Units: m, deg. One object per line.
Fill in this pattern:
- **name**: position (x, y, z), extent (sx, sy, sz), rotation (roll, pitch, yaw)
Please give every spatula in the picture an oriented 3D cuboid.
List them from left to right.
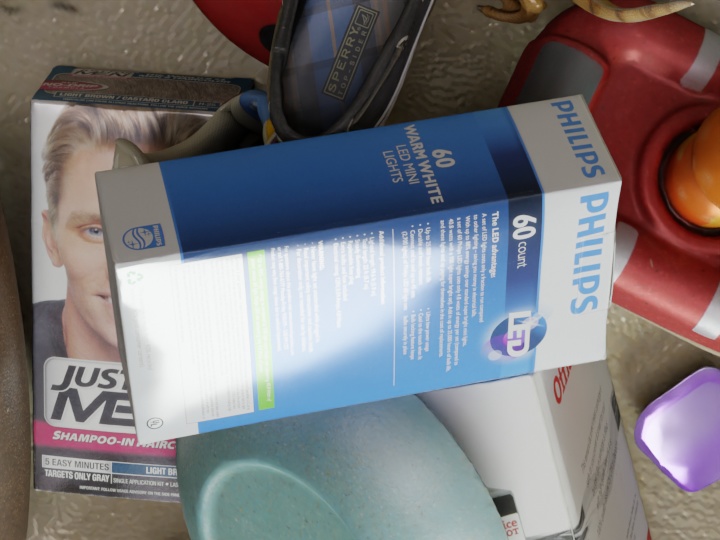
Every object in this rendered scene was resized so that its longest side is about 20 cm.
- **spatula**: position (0.209, 0.130, 1.051), extent (0.056, 0.021, 0.200), rotation (-36, 105, 15)

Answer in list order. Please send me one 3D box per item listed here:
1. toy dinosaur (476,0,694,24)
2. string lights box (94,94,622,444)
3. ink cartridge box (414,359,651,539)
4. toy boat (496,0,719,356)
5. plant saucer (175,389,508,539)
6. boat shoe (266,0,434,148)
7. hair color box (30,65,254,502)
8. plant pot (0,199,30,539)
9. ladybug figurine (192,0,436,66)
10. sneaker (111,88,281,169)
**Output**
- **toy dinosaur**: position (0.070, -0.144, 0.897), extent (0.060, 0.106, 0.200), rotation (-32, 64, 1)
- **string lights box**: position (0.000, 0.000, 0.850), extent (0.199, 0.059, 0.103), rotation (-10, 134, -9)
- **ink cartridge box**: position (0.077, 0.109, 0.985), extent (0.083, 0.147, 0.201), rotation (-10, 109, 18)
- **toy boat**: position (0.159, -0.041, 0.916), extent (0.200, 0.131, 0.131), rotation (26, 80, -6)
- **plant saucer**: position (-0.020, 0.123, 0.936), extent (0.201, 0.039, 0.202), rotation (24, 130, 32)
- **boat shoe**: position (0.006, -0.139, 0.853), extent (0.070, 0.066, 0.201), rotation (23, 96, 5)
- **hair color box**: position (-0.105, 0.008, 1.009), extent (0.100, 0.061, 0.201), rotation (4, 111, 3)
- **plant pot**: position (-0.231, 0.061, 0.990), extent (0.186, 0.187, 0.200), rotation (-10, 124, 8)
- **ladybug figurine**: position (-0.031, -0.169, 0.928), extent (0.135, 0.072, 0.200), rotation (-19, 109, 11)
- **sneaker**: position (-0.017, -0.040, 0.935), extent (0.200, 0.075, 0.090), rotation (-19, 120, -29)
